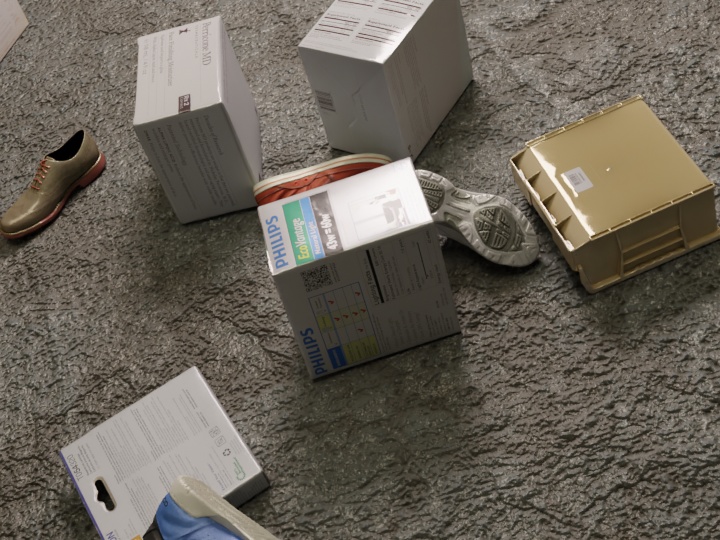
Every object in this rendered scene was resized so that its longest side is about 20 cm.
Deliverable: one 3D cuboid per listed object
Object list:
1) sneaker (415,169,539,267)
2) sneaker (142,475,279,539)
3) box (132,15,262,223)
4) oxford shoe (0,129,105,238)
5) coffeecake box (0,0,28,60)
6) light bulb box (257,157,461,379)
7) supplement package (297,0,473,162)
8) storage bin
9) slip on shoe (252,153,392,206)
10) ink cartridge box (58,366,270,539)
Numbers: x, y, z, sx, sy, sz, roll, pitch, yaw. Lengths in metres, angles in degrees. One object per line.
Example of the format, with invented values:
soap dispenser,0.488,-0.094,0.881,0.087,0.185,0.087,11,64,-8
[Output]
sneaker,0.142,-0.066,1.660,0.199,0.099,0.078,30,88,9
sneaker,-0.151,0.327,1.410,0.199,0.077,0.112,35,95,12
box,-0.226,-0.212,1.822,0.129,0.201,0.200,-13,46,6
oxford shoe,-0.469,-0.132,1.914,0.070,0.075,0.200,22,59,32
coffeecake box,-0.663,-0.449,2.173,0.072,0.201,0.154,7,51,23
light bulb box,0.000,0.000,1.562,0.198,0.199,0.125,-17,44,0
supplement package,0.040,-0.294,1.816,0.146,0.192,0.201,17,56,29
storage bin,0.318,-0.097,1.621,0.197,0.094,0.201,-23,47,-3
slip on shoe,-0.048,-0.115,1.780,0.198,0.074,0.062,-17,81,-6
ink cartridge box,-0.236,0.236,1.535,0.199,0.043,0.197,-32,49,-9
